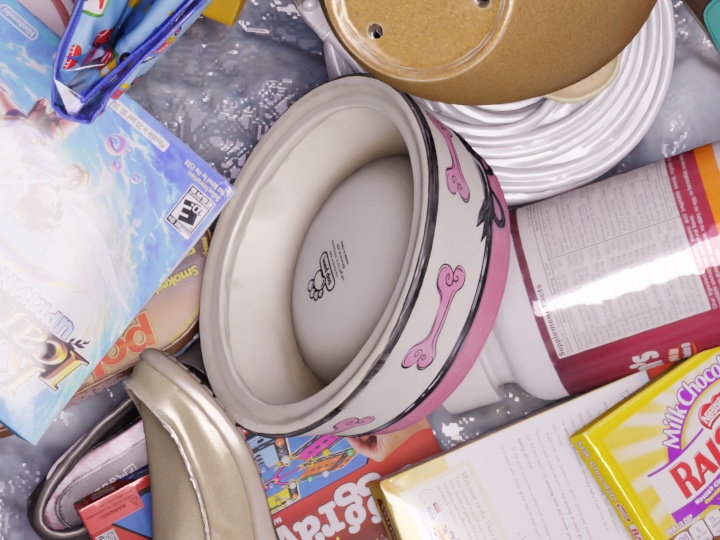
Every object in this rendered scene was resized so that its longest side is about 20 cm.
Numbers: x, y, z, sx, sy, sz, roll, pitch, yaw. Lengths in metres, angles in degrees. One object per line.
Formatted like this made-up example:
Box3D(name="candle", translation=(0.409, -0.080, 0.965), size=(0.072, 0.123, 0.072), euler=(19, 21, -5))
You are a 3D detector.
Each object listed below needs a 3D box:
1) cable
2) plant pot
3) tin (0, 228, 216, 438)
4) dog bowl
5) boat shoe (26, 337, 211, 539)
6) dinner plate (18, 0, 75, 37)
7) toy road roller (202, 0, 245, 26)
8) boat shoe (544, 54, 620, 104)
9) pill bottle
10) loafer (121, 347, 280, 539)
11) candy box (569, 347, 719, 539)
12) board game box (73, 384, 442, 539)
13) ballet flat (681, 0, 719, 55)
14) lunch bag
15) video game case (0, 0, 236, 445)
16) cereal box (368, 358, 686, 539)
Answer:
Box3D(name="cable", translation=(0.078, -0.136, 1.441), size=(0.200, 0.069, 0.200), euler=(-26, 90, -3))
Box3D(name="plant pot", translation=(0.051, -0.156, 1.255), size=(0.186, 0.200, 0.187), euler=(4, 107, 13))
Box3D(name="tin", translation=(-0.174, 0.022, 1.434), size=(0.200, 0.042, 0.112), euler=(-26, 74, -2))
Box3D(name="dog bowl", translation=(0.000, 0.000, 1.352), size=(0.074, 0.200, 0.200), euler=(19, 87, -35))
Box3D(name="boat shoe", translation=(-0.104, 0.090, 1.432), size=(0.200, 0.057, 0.067), euler=(-39, 89, -2))
Box3D(name="dinner plate", translation=(-0.232, -0.109, 1.402), size=(0.200, 0.024, 0.201), euler=(0, 92, -6))
Box3D(name="toy road roller", translation=(-0.090, -0.253, 1.430), size=(0.123, 0.146, 0.200), euler=(23, 125, -1))
Box3D(name="boat shoe", translation=(0.072, -0.177, 1.375), size=(0.073, 0.063, 0.200), euler=(-38, 91, -4))
Box3D(name="pill bottle", translation=(0.130, 0.008, 1.406), size=(0.200, 0.110, 0.110), euler=(-19, 88, 10))
Box3D(name="loafer", translation=(-0.085, 0.137, 1.365), size=(0.068, 0.076, 0.200), euler=(-29, 107, -16))
Box3D(name="candy box", translation=(0.222, 0.083, 1.427), size=(0.200, 0.026, 0.102), euler=(-33, 89, -20))
Box3D(name="board game box", translation=(-0.050, 0.130, 1.424), size=(0.200, 0.019, 0.103), euler=(-28, 108, -10))
Box3D(name="ballet flat", translation=(0.214, -0.170, 1.456), size=(0.064, 0.067, 0.200), euler=(-33, 90, -30))
Box3D(name="lunch bag", translation=(-0.099, -0.165, 1.290), size=(0.094, 0.151, 0.200), euler=(33, 110, -5))
Box3D(name="video game case", translation=(-0.199, -0.037, 1.365), size=(0.200, 0.045, 0.181), euler=(40, 82, -16))
Box3D(name="cereal box", translation=(0.123, 0.147, 1.431), size=(0.200, 0.040, 0.144), euler=(-21, 89, -12))
